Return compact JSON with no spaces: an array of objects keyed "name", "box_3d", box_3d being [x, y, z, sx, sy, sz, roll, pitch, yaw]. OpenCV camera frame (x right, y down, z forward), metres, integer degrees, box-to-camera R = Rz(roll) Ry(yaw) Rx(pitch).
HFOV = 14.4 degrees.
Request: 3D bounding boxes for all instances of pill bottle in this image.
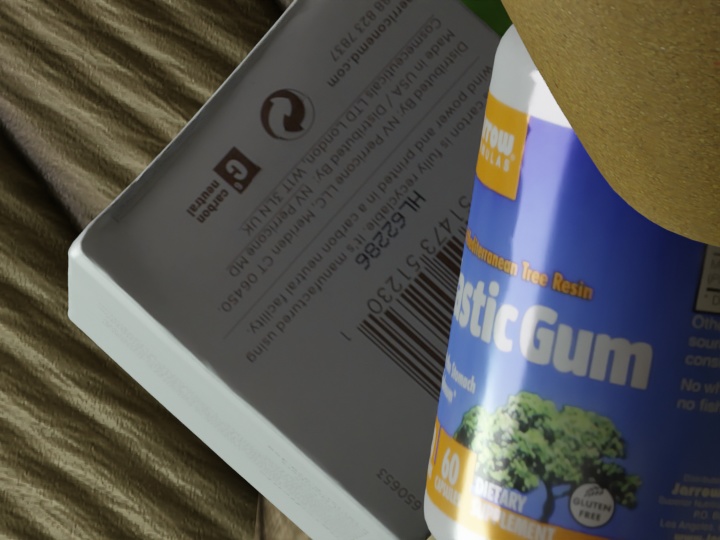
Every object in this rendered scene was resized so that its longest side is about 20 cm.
[{"name":"pill bottle","box_3d":[0.086,-0.013,0.811,0.112,0.112,0.201,-106,23,-77]}]

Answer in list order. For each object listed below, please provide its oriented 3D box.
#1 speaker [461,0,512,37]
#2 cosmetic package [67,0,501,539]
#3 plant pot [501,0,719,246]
[{"name":"speaker","box_3d":[0.049,-0.136,1.263,0.200,0.088,0.088,-64,2,-9]},{"name":"cosmetic package","box_3d":[0.000,0.000,1.097,0.167,0.166,0.200,-49,-1,-10]},{"name":"plant pot","box_3d":[0.093,-0.102,0.645,0.200,0.186,0.187,84,-173,-50]}]
